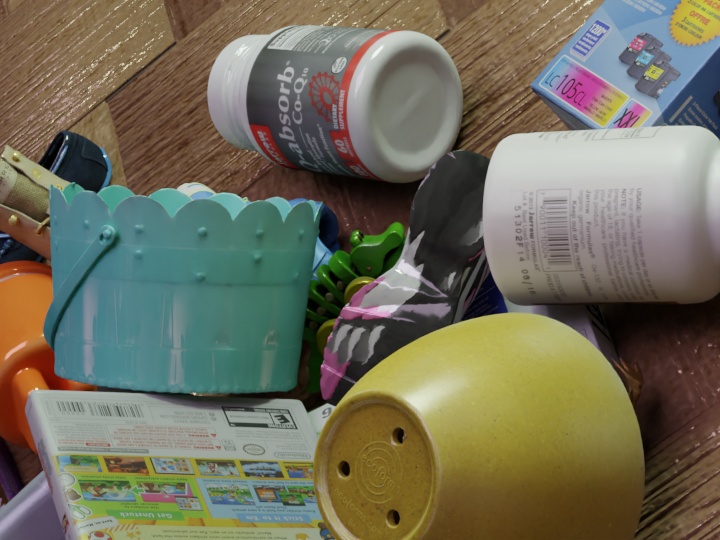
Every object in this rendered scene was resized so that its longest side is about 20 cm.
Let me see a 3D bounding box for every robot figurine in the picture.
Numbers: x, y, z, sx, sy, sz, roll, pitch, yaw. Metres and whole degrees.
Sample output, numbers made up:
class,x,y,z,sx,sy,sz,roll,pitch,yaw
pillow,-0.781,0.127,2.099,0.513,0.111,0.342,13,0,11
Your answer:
class,x,y,z,sx,sy,sz,roll,pitch,yaw
robot figurine,-0.265,0.067,1.829,0.144,0.116,0.200,-46,39,7

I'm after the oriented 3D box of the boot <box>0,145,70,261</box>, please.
class,x,y,z,sx,sy,sz,roll,pitch,yaw
boot,-0.233,-0.038,1.812,0.073,0.155,0.200,-60,19,-7

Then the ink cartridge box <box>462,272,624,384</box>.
class,x,y,z,sx,sy,sz,roll,pitch,yaw
ink cartridge box,0.113,0.025,1.555,0.099,0.039,0.201,-34,41,19

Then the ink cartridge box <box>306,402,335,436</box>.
class,x,y,z,sx,sy,sz,roll,pitch,yaw
ink cartridge box,-0.030,0.154,1.566,0.103,0.059,0.201,-27,43,26

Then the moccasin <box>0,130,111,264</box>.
class,x,y,z,sx,sy,sz,roll,pitch,yaw
moccasin,-0.312,-0.047,2.008,0.200,0.068,0.080,-50,38,-1

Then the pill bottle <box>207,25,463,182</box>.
class,x,y,z,sx,sy,sz,roll,pitch,yaw
pill bottle,-0.024,-0.134,1.762,0.199,0.116,0.116,9,65,48

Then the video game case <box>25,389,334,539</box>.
class,x,y,z,sx,sy,sz,roll,pitch,yaw
video game case,-0.105,0.143,1.460,0.182,0.199,0.023,-119,41,-50

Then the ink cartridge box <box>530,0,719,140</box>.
class,x,y,z,sx,sy,sz,roll,pitch,yaw
ink cartridge box,0.235,-0.161,1.566,0.200,0.076,0.136,-48,38,-1

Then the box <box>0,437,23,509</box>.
class,x,y,z,sx,sy,sz,roll,pitch,yaw
box,-0.359,0.232,1.839,0.200,0.039,0.137,-45,37,5

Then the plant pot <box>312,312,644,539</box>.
class,x,y,z,sx,sy,sz,roll,pitch,yaw
plant pot,0.054,0.125,1.379,0.199,0.141,0.202,-2,87,41

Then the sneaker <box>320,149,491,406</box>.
class,x,y,z,sx,sy,sz,roll,pitch,yaw
sneaker,0.050,0.018,1.536,0.080,0.086,0.201,35,96,16

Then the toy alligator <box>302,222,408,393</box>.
class,x,y,z,sx,sy,sz,roll,pitch,yaw
toy alligator,0.000,0.000,1.636,0.201,0.054,0.059,-56,6,18

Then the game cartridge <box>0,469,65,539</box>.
class,x,y,z,sx,sy,sz,roll,pitch,yaw
game cartridge,-0.174,0.232,1.532,0.133,0.200,0.041,-42,7,2

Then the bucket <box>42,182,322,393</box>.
class,x,y,z,sx,sy,sz,roll,pitch,yaw
bucket,-0.129,0.011,1.596,0.206,0.206,0.136,7,94,47

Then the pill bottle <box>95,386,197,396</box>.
class,x,y,z,sx,sy,sz,roll,pitch,yaw
pill bottle,-0.161,0.189,1.611,0.111,0.111,0.202,2,73,45

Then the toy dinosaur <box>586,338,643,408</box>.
class,x,y,z,sx,sy,sz,roll,pitch,yaw
toy dinosaur,0.137,0.105,1.440,0.106,0.060,0.200,-53,57,24

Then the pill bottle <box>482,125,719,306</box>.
class,x,y,z,sx,sy,sz,roll,pitch,yaw
pill bottle,0.189,-0.035,1.449,0.198,0.115,0.115,-1,56,24

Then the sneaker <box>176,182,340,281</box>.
class,x,y,z,sx,sy,sz,roll,pitch,yaw
sneaker,-0.072,-0.024,1.762,0.105,0.076,0.200,-35,45,-2
